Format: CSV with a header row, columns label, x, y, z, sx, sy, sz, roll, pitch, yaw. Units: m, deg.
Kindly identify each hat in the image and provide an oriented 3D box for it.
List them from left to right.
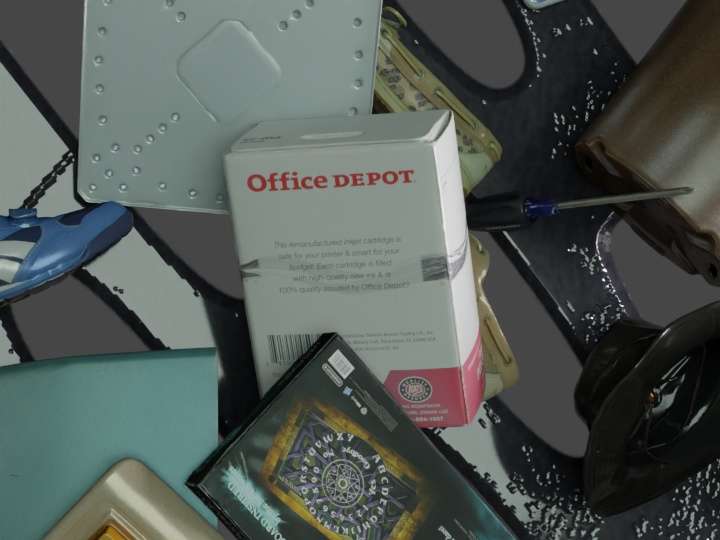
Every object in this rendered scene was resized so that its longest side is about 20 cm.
label,x,y,z,sx,sy,sz,roll,pitch,yaw
hat,0.211,0.082,1.246,0.200,0.081,0.202,-27,136,-29

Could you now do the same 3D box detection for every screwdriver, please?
label,x,y,z,sx,sy,sz,roll,pitch,yaw
screwdriver,0.151,-0.043,1.198,0.028,0.199,0.029,-50,125,-35

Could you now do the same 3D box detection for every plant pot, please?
label,x,y,z,sx,sy,sz,roll,pitch,yaw
plant pot,-0.196,0.123,1.128,0.198,0.141,0.143,1,86,-8
plant pot,0.271,-0.110,1.231,0.200,0.200,0.198,45,86,-7

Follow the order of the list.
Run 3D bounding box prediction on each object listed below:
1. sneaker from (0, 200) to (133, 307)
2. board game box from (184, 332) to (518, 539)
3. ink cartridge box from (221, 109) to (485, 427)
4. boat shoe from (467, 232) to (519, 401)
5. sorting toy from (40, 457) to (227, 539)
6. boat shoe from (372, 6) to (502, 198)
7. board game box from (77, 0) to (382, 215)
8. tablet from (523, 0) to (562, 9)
label,x,y,z,sx,sy,sz,roll,pitch,yaw
sneaker,-0.250,-0.015,1.153,0.199,0.074,0.083,-21,89,-15
board game box,0.000,0.158,1.094,0.135,0.028,0.200,-46,104,-20
ink cartridge box,0.000,0.000,1.146,0.145,0.083,0.202,-2,110,15
boat shoe,0.057,-0.001,1.230,0.064,0.071,0.201,-23,102,-18
sorting toy,-0.145,0.246,1.049,0.185,0.036,0.200,44,92,-7
boat shoe,0.020,-0.137,1.230,0.063,0.073,0.200,-44,104,-20
board game box,-0.089,-0.138,1.169,0.198,0.026,0.202,5,109,-3
tablet,0.194,-0.288,1.307,0.199,0.014,0.131,-21,91,-13
